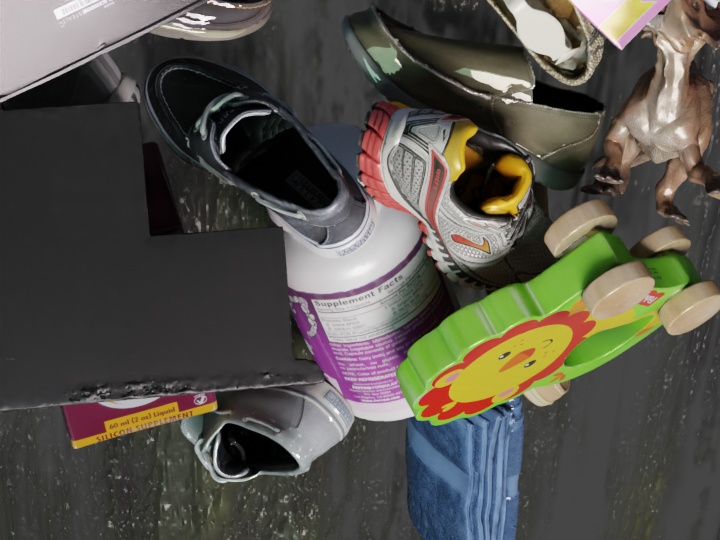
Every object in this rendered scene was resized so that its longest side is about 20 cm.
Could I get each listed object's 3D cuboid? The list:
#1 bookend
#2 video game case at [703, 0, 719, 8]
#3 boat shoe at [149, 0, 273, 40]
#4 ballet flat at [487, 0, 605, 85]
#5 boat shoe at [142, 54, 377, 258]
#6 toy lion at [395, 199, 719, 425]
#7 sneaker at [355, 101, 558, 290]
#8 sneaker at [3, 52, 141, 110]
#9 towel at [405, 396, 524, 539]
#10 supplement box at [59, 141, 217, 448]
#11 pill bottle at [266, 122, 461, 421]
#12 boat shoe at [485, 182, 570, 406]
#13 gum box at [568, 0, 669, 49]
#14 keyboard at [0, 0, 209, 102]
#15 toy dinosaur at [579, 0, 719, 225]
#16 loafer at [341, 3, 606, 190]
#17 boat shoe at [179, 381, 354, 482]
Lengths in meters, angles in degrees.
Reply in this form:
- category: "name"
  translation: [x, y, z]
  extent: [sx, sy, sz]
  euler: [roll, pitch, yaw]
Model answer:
- category: "bookend"
  translation: [-0.134, -0.020, 1.268]
  extent: [0.198, 0.092, 0.201]
  euler: [-5, 89, -9]
- category: "video game case"
  translation: [0.275, -0.211, 1.261]
  extent: [0.200, 0.017, 0.143]
  euler: [20, 129, -16]
- category: "boat shoe"
  translation: [-0.142, -0.201, 1.247]
  extent: [0.199, 0.075, 0.073]
  euler: [17, 131, -14]
- category: "ballet flat"
  translation: [0.091, -0.189, 1.248]
  extent: [0.068, 0.075, 0.200]
  euler: [-25, 127, 26]
- category: "boat shoe"
  translation: [-0.073, -0.083, 1.284]
  extent: [0.072, 0.200, 0.068]
  euler: [-45, 150, -4]
- category: "toy lion"
  translation: [0.123, 0.041, 1.353]
  extent: [0.192, 0.069, 0.200]
  euler: [-39, 156, 22]
- category: "sneaker"
  translation: [0.078, -0.039, 1.290]
  extent: [0.082, 0.078, 0.200]
  euler: [7, 163, 36]
- category: "sneaker"
  translation: [-0.253, -0.117, 1.339]
  extent: [0.200, 0.075, 0.116]
  euler: [-23, 119, 15]
- category: "towel"
  translation: [0.072, 0.142, 1.532]
  extent: [0.048, 0.112, 0.200]
  euler: [-27, 139, -25]
- category: "supplement box"
  translation: [-0.171, 0.020, 1.410]
  extent: [0.110, 0.086, 0.200]
  euler: [-15, 139, -9]
- category: "pill bottle"
  translation: [0.000, 0.000, 1.398]
  extent: [0.112, 0.112, 0.200]
  euler: [-12, 130, 13]
- category: "boat shoe"
  translation: [0.126, 0.016, 1.436]
  extent: [0.064, 0.071, 0.200]
  euler: [-11, 130, 13]
- category: "gum box"
  translation: [0.175, -0.242, 1.163]
  extent: [0.113, 0.066, 0.200]
  euler: [39, 105, -22]
- category: "keyboard"
  translation: [-0.174, -0.176, 1.204]
  extent: [0.200, 0.040, 0.104]
  euler: [-27, 125, -10]
- category: "toy dinosaur"
  translation: [0.201, -0.110, 1.305]
  extent: [0.086, 0.136, 0.200]
  euler: [15, 171, 0]
- category: "loafer"
  translation: [0.077, -0.125, 1.319]
  extent: [0.200, 0.075, 0.070]
  euler: [26, 115, -27]
- category: "boat shoe"
  translation: [-0.086, 0.117, 1.481]
  extent: [0.070, 0.072, 0.201]
  euler: [53, 150, -18]
